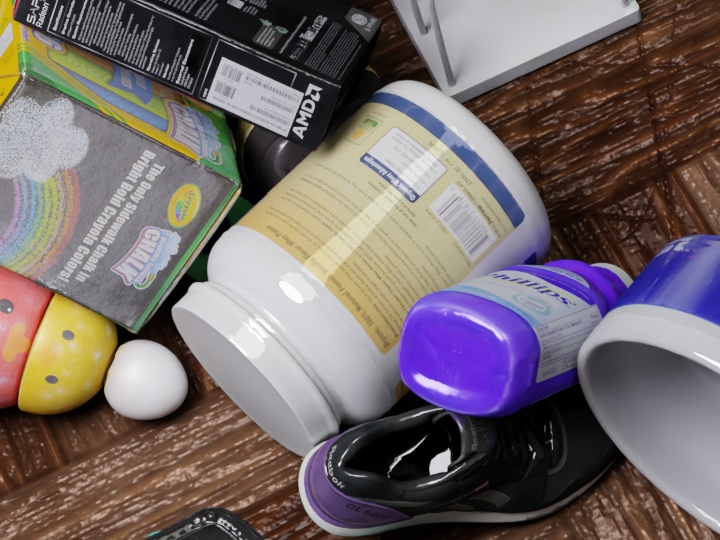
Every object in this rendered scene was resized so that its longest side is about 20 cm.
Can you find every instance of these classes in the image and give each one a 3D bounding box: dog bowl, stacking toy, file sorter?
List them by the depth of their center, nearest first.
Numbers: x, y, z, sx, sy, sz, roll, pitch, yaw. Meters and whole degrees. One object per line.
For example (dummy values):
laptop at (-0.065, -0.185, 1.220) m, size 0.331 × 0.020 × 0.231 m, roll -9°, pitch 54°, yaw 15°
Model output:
dog bowl at (0.222, 0.075, 1.563) m, size 0.200 × 0.200 × 0.079 m, roll 30°, pitch 67°, yaw 25°
stacking toy at (-0.199, 0.038, 1.733) m, size 0.199 × 0.146 × 0.146 m, roll 18°, pitch 64°, yaw 3°
file sorter at (0.071, -0.237, 1.826) m, size 0.138 × 0.125 × 0.200 m, roll -25°, pitch 58°, yaw -3°

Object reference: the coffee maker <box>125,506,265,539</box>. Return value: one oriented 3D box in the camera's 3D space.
coffee maker at (-0.110, 0.238, 1.535) m, size 0.191 × 0.200 × 0.135 m, roll -8°, pitch 56°, yaw 4°

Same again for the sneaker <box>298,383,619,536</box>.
sneaker at (0.069, 0.105, 1.617) m, size 0.199 × 0.088 × 0.076 m, roll -13°, pitch 76°, yaw -19°

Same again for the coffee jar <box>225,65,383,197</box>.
coffee jar at (-0.061, -0.129, 1.810) m, size 0.104 × 0.085 × 0.200 m, roll -27°, pitch 57°, yaw -14°

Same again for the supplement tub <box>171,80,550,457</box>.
supplement tub at (0.000, 0.000, 1.686) m, size 0.200 × 0.145 × 0.144 m, roll -43°, pitch 61°, yaw -15°

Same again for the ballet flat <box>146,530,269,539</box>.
ballet flat at (-0.036, 0.186, 1.631) m, size 0.199 × 0.070 × 0.070 m, roll 1°, pitch 60°, yaw 13°

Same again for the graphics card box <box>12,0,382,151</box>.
graphics card box at (-0.095, -0.149, 1.688) m, size 0.199 × 0.051 × 0.126 m, roll 22°, pitch 26°, yaw 2°

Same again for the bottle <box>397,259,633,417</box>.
bottle at (0.099, 0.033, 1.627) m, size 0.083 × 0.200 × 0.066 m, roll 18°, pitch 108°, yaw 27°

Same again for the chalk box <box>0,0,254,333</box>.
chalk box at (-0.153, -0.059, 1.714) m, size 0.125 × 0.200 × 0.124 m, roll -52°, pitch 27°, yaw 20°
